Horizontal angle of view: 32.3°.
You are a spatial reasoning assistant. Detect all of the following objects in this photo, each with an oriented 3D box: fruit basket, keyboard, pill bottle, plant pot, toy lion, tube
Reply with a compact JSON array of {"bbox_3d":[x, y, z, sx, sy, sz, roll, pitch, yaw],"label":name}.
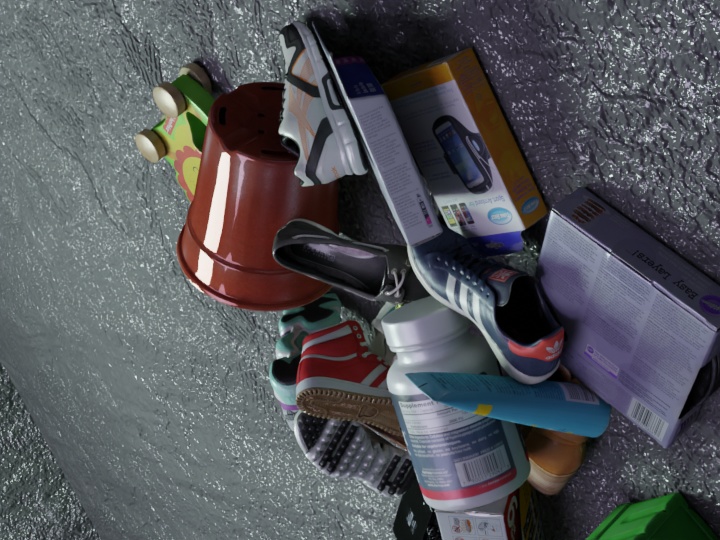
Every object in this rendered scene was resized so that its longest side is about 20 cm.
[{"bbox_3d":[0.267,0.349,1.269,0.156,0.215,0.216,49,150,11],"label":"fruit basket"},{"bbox_3d":[0.090,0.353,1.729,0.201,0.039,0.105,101,151,-53],"label":"keyboard"},{"bbox_3d":[0.093,0.131,1.280,0.119,0.119,0.202,-3,107,57],"label":"pill bottle"},{"bbox_3d":[-0.106,-0.094,1.416,0.200,0.200,0.196,39,139,28],"label":"plant pot"},{"bbox_3d":[-0.200,-0.146,1.630,0.192,0.069,0.200,46,150,3],"label":"toy lion"},{"bbox_3d":[0.145,0.124,1.197,0.077,0.198,0.051,-157,78,-69],"label":"tube"}]

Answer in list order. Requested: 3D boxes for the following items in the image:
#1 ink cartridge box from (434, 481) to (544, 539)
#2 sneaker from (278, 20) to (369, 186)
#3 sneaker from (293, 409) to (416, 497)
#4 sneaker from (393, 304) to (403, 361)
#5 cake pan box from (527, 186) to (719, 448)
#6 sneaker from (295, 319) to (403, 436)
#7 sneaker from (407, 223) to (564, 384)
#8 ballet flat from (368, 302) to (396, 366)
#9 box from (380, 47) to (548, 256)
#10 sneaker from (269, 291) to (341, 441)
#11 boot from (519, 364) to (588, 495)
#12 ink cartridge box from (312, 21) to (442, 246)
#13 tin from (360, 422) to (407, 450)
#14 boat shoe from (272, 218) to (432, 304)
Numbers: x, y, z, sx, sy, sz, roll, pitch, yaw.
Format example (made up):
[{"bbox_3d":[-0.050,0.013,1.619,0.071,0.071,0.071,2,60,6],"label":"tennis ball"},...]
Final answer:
[{"bbox_3d":[0.163,0.295,1.462,0.083,0.176,0.201,-1,124,21],"label":"ink cartridge box"},{"bbox_3d":[-0.059,-0.176,1.299,0.074,0.079,0.201,60,-171,-60],"label":"sneaker"},{"bbox_3d":[-0.017,0.213,1.518,0.200,0.075,0.081,36,180,-39],"label":"sneaker"},{"bbox_3d":[0.074,0.035,1.372,0.075,0.076,0.201,33,141,38],"label":"sneaker"},{"bbox_3d":[0.247,0.047,1.151,0.200,0.052,0.185,39,149,28],"label":"cake pan box"},{"bbox_3d":[0.021,0.125,1.454,0.113,0.198,0.071,-92,23,-43],"label":"sneaker"},{"bbox_3d":[0.125,0.013,1.194,0.200,0.075,0.085,45,153,19],"label":"sneaker"},{"bbox_3d":[0.035,0.116,1.525,0.069,0.069,0.201,36,145,32],"label":"ballet flat"},{"bbox_3d":[0.105,-0.110,1.218,0.119,0.041,0.201,-5,116,59],"label":"box"},{"bbox_3d":[-0.063,0.129,1.569,0.077,0.201,0.141,2,127,16],"label":"sneaker"},{"bbox_3d":[0.163,0.141,1.346,0.200,0.076,0.156,43,147,26],"label":"boot"},{"bbox_3d":[0.015,-0.145,1.221,0.197,0.043,0.201,-108,-4,-69],"label":"ink cartridge box"},{"bbox_3d":[0.045,0.199,1.571,0.199,0.042,0.112,25,175,43],"label":"tin"},{"bbox_3d":[0.000,0.000,1.313,0.198,0.057,0.067,17,116,8],"label":"boat shoe"}]
